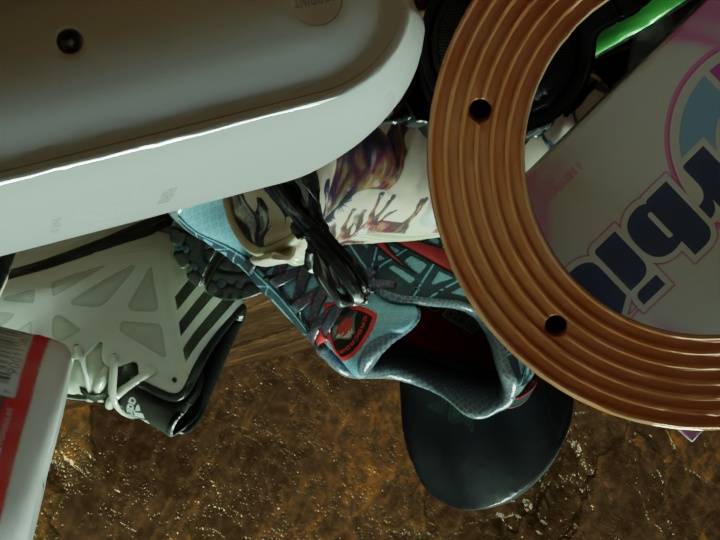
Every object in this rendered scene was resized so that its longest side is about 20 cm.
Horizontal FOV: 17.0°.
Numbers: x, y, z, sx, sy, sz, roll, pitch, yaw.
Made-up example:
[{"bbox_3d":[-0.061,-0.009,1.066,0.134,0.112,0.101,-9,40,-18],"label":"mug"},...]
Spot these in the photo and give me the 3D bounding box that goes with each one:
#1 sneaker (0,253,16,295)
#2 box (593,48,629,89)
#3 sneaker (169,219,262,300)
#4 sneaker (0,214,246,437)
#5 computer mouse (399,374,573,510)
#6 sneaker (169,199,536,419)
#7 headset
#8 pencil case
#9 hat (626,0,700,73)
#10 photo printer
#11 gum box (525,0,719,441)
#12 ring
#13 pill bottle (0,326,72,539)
[{"bbox_3d":[-0.218,0.051,1.068,0.200,0.077,0.089,-52,-177,-2],"label":"sneaker"},{"bbox_3d":[0.088,-0.037,1.209,0.199,0.050,0.158,-18,-150,22],"label":"box"},{"bbox_3d":[0.003,-0.054,1.186,0.199,0.078,0.086,-16,-165,10],"label":"sneaker"},{"bbox_3d":[-0.145,0.044,1.190,0.200,0.115,0.076,-29,153,-19],"label":"sneaker"},{"bbox_3d":[0.055,0.032,1.227,0.138,0.201,0.053,-22,131,19],"label":"computer mouse"},{"bbox_3d":[0.000,0.000,1.091,0.079,0.199,0.096,-57,-166,33],"label":"sneaker"},{"bbox_3d":[0.057,-0.067,0.930,0.199,0.094,0.124,-27,177,-10],"label":"headset"},{"bbox_3d":[0.028,-0.046,1.050,0.199,0.090,0.078,-6,166,-40],"label":"pencil case"},{"bbox_3d":[0.164,-0.089,1.054,0.201,0.081,0.201,-44,152,-30],"label":"hat"},{"bbox_3d":[-0.079,-0.054,0.761,0.199,0.070,0.166,-15,175,-11],"label":"photo printer"},{"bbox_3d":[0.155,-0.049,0.902,0.200,0.114,0.066,-44,180,8],"label":"gum box"},{"bbox_3d":[0.123,-0.042,0.850,0.199,0.201,0.019,-16,-168,8],"label":"ring"},{"bbox_3d":[-0.223,0.062,0.965,0.199,0.115,0.114,14,172,-5],"label":"pill bottle"}]
